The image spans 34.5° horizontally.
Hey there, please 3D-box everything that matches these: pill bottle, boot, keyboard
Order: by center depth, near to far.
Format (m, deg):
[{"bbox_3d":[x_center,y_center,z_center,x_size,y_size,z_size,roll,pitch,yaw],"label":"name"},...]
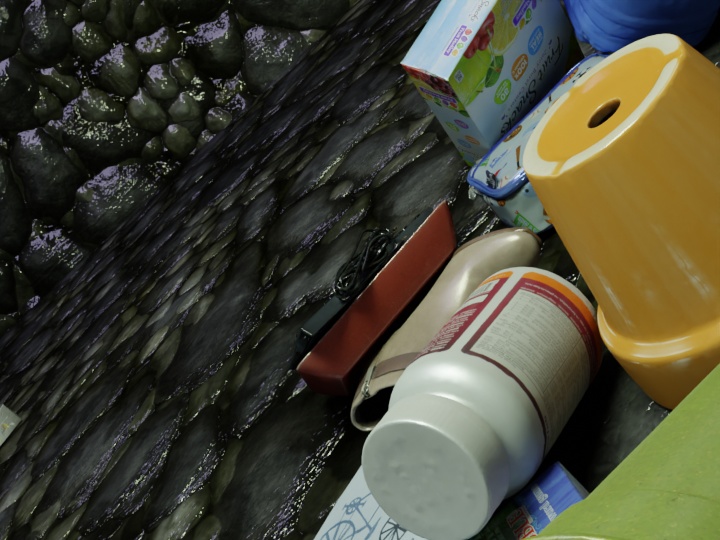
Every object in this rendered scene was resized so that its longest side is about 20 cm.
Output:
[{"bbox_3d":[0.086,0.087,0.789,0.109,0.110,0.200,-29,9,40],"label":"pill bottle"},{"bbox_3d":[0.070,0.059,0.999,0.200,0.070,0.146,-47,5,42],"label":"boot"},{"bbox_3d":[0.000,0.000,1.044,0.200,0.040,0.104,-44,-11,-36],"label":"keyboard"}]

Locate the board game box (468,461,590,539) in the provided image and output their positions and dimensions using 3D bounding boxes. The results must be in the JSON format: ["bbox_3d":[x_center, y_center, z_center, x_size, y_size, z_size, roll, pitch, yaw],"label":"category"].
[{"bbox_3d":[0.083,0.230,0.669,0.199,0.041,0.200,-44,18,5],"label":"board game box"}]

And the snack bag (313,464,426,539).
[{"bbox_3d":[0.029,0.195,0.893,0.189,0.021,0.199,-55,20,-24],"label":"snack bag"}]

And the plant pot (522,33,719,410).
[{"bbox_3d":[0.209,-0.043,0.750,0.200,0.183,0.201,-39,19,16],"label":"plant pot"}]

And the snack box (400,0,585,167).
[{"bbox_3d":[0.144,-0.217,1.206,0.067,0.200,0.169,26,79,34],"label":"snack box"}]

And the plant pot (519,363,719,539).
[{"bbox_3d":[0.174,0.129,0.502,0.199,0.201,0.190,-23,17,49],"label":"plant pot"}]

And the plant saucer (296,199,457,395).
[{"bbox_3d":[0.025,0.041,1.096,0.200,0.037,0.200,-49,-10,-8],"label":"plant saucer"}]

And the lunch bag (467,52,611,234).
[{"bbox_3d":[0.193,-0.125,1.137,0.200,0.076,0.160,-43,16,3],"label":"lunch bag"}]

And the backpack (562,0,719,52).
[{"bbox_3d":[0.277,-0.305,1.158,0.161,0.168,0.201,-12,56,-10],"label":"backpack"}]

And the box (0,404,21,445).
[{"bbox_3d":[-0.740,0.346,2.191,0.158,0.048,0.201,-14,37,57],"label":"box"}]
